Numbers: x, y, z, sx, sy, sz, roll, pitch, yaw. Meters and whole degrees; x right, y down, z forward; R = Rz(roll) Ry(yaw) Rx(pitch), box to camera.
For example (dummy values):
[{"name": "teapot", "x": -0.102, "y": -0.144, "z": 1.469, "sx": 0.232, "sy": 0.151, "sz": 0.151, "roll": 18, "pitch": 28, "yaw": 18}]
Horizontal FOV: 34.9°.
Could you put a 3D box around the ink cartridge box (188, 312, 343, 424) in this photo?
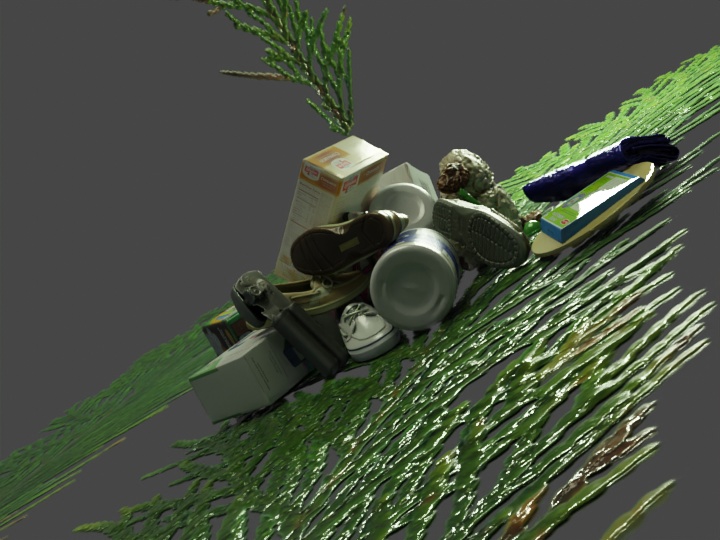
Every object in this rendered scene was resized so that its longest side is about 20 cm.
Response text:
[{"name": "ink cartridge box", "x": -0.139, "y": 0.136, "z": 1.735, "sx": 0.145, "sy": 0.088, "sz": 0.200, "roll": -24, "pitch": 7, "yaw": 43}]

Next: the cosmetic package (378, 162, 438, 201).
[{"name": "cosmetic package", "x": 0.026, "y": -0.095, "z": 1.946, "sx": 0.199, "sy": 0.082, "sz": 0.113, "roll": -25, "pitch": -17, "yaw": 19}]

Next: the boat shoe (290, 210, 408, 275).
[{"name": "boat shoe", "x": -0.013, "y": -0.040, "z": 1.651, "sx": 0.199, "sy": 0.072, "sz": 0.076, "roll": -14, "pitch": 3, "yaw": 40}]

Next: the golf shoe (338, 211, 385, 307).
[{"name": "golf shoe", "x": 0.000, "y": 0.000, "z": 1.748, "sx": 0.073, "sy": 0.091, "sz": 0.202, "roll": -44, "pitch": -30, "yaw": -57}]

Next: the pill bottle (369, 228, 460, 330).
[{"name": "pill bottle", "x": 0.082, "y": 0.005, "z": 1.623, "sx": 0.119, "sy": 0.120, "sz": 0.200, "roll": -29, "pitch": 6, "yaw": 12}]

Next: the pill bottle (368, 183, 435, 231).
[{"name": "pill bottle", "x": 0.062, "y": -0.041, "z": 1.840, "sx": 0.112, "sy": 0.113, "sz": 0.201, "roll": -33, "pitch": -25, "yaw": -22}]

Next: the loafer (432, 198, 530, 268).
[{"name": "loafer", "x": 0.184, "y": -0.062, "z": 1.656, "sx": 0.069, "sy": 0.076, "sz": 0.200, "roll": -10, "pitch": 28, "yaw": -31}]

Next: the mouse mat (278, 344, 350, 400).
[{"name": "mouse mat", "x": -0.056, "y": 0.139, "z": 1.753, "sx": 0.199, "sy": 0.008, "sz": 0.161, "roll": -31, "pitch": 6, "yaw": -7}]

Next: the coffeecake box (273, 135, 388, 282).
[{"name": "coffeecake box", "x": -0.045, "y": -0.088, "z": 1.766, "sx": 0.153, "sy": 0.073, "sz": 0.202, "roll": -33, "pitch": -34, "yaw": -55}]

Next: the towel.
[{"name": "towel", "x": 0.356, "y": -0.154, "z": 1.710, "sx": 0.147, "sy": 0.050, "sz": 0.199, "roll": -6, "pitch": -12, "yaw": -42}]

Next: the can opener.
[{"name": "can opener", "x": -0.106, "y": 0.081, "z": 1.649, "sx": 0.053, "sy": 0.200, "sz": 0.067, "roll": -36, "pitch": -14, "yaw": -44}]

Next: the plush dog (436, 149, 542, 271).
[{"name": "plush dog", "x": 0.184, "y": -0.113, "z": 1.822, "sx": 0.159, "sy": 0.173, "sz": 0.200, "roll": -29, "pitch": 5, "yaw": 9}]

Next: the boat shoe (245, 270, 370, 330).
[{"name": "boat shoe", "x": -0.085, "y": 0.031, "z": 1.692, "sx": 0.199, "sy": 0.064, "sz": 0.073, "roll": -16, "pitch": 15, "yaw": 15}]

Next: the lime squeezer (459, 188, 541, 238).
[{"name": "lime squeezer", "x": 0.245, "y": -0.076, "z": 1.725, "sx": 0.198, "sy": 0.071, "sz": 0.038, "roll": 7, "pitch": -7, "yaw": 12}]

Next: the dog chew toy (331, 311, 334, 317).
[{"name": "dog chew toy", "x": -0.040, "y": 0.043, "z": 1.950, "sx": 0.124, "sy": 0.125, "sz": 0.199, "roll": -33, "pitch": 15, "yaw": -24}]

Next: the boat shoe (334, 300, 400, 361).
[{"name": "boat shoe", "x": -0.003, "y": 0.081, "z": 1.643, "sx": 0.073, "sy": 0.067, "sz": 0.200, "roll": -32, "pitch": 10, "yaw": -14}]

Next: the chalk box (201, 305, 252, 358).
[{"name": "chalk box", "x": -0.171, "y": 0.111, "z": 1.980, "sx": 0.123, "sy": 0.126, "sz": 0.200, "roll": -33, "pitch": 8, "yaw": -24}]

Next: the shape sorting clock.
[{"name": "shape sorting clock", "x": 0.317, "y": -0.081, "z": 1.555, "sx": 0.199, "sy": 0.039, "sz": 0.200, "roll": -33, "pitch": 9, "yaw": 6}]
